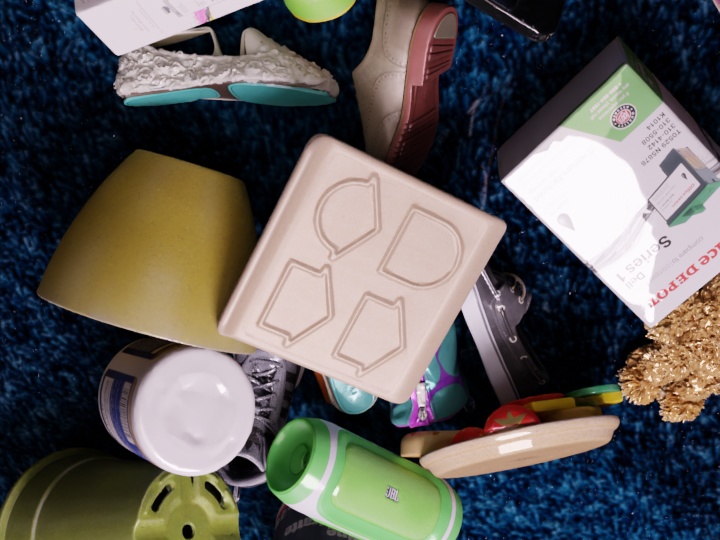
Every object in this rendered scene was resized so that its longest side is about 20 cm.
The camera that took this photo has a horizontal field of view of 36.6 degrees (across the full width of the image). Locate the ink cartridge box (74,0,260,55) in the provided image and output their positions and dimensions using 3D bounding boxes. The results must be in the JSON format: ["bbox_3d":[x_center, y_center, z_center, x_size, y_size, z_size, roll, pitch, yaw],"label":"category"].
[{"bbox_3d":[-0.126,-0.264,0.854,0.197,0.118,0.068,-18,155,12],"label":"ink cartridge box"}]

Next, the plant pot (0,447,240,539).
[{"bbox_3d":[-0.217,0.257,1.044,0.188,0.201,0.201,-20,116,40],"label":"plant pot"}]

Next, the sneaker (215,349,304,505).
[{"bbox_3d":[-0.098,0.130,1.052,0.074,0.114,0.203,12,117,-2],"label":"sneaker"}]

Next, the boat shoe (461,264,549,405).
[{"bbox_3d":[0.130,0.037,1.016,0.065,0.070,0.203,-21,113,5],"label":"boat shoe"}]

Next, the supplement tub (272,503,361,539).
[{"bbox_3d":[-0.029,0.318,1.090,0.137,0.201,0.143,2,117,3],"label":"supplement tub"}]

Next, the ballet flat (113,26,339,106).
[{"bbox_3d":[-0.117,-0.177,0.934,0.196,0.072,0.073,0,117,3],"label":"ballet flat"}]

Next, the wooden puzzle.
[{"bbox_3d":[0.000,0.000,0.908,0.197,0.046,0.187,22,107,-25],"label":"wooden puzzle"}]

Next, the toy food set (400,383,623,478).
[{"bbox_3d":[0.147,0.154,1.018,0.194,0.050,0.200,-4,162,-24],"label":"toy food set"}]

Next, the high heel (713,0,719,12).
[{"bbox_3d":[0.308,-0.263,0.848,0.095,0.068,0.201,-27,108,28],"label":"high heel"}]

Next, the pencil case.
[{"bbox_3d":[0.048,0.047,1.012,0.083,0.093,0.203,-10,114,9],"label":"pencil case"}]

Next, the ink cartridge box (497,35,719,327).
[{"bbox_3d":[0.237,-0.073,0.941,0.199,0.085,0.146,41,113,-14],"label":"ink cartridge box"}]

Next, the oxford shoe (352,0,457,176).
[{"bbox_3d":[0.026,-0.145,0.946,0.074,0.070,0.203,27,120,21],"label":"oxford shoe"}]

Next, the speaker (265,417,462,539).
[{"bbox_3d":[0.006,0.210,1.039,0.199,0.089,0.088,31,117,-33],"label":"speaker"}]

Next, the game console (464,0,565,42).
[{"bbox_3d":[0.103,-0.306,0.825,0.198,0.178,0.117,28,144,-9],"label":"game console"}]

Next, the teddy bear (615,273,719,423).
[{"bbox_3d":[0.327,0.065,1.011,0.199,0.067,0.145,-39,110,21],"label":"teddy bear"}]

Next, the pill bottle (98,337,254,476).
[{"bbox_3d":[-0.179,0.119,1.003,0.109,0.199,0.113,0,89,-26],"label":"pill bottle"}]

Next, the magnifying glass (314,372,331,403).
[{"bbox_3d":[-0.051,0.046,1.037,0.022,0.080,0.202,1,129,22],"label":"magnifying glass"}]

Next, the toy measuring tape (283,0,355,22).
[{"bbox_3d":[-0.070,-0.232,0.892,0.196,0.074,0.075,-12,115,6],"label":"toy measuring tape"}]

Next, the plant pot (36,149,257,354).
[{"bbox_3d":[-0.169,-0.023,0.959,0.196,0.200,0.145,15,90,-3],"label":"plant pot"}]

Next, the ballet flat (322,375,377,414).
[{"bbox_3d":[-0.029,0.045,1.013,0.066,0.063,0.203,-13,121,-3],"label":"ballet flat"}]
